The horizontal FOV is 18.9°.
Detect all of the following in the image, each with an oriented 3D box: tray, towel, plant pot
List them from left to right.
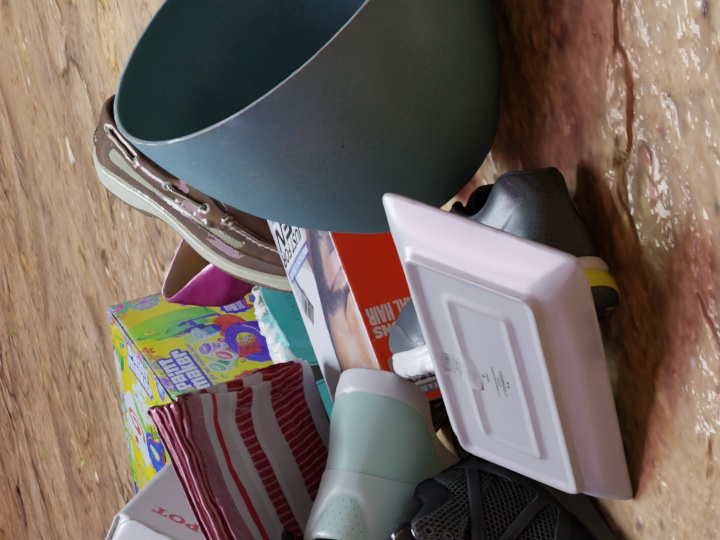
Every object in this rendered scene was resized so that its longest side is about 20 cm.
[{"bbox_3d":[-0.042,0.126,1.228,0.144,0.023,0.200,65,-160,4],"label":"towel"},{"bbox_3d":[-0.007,-0.096,1.099,0.135,0.200,0.200,46,176,-29],"label":"plant pot"},{"bbox_3d":[0.069,0.046,1.039,0.107,0.022,0.200,21,150,28],"label":"tray"}]

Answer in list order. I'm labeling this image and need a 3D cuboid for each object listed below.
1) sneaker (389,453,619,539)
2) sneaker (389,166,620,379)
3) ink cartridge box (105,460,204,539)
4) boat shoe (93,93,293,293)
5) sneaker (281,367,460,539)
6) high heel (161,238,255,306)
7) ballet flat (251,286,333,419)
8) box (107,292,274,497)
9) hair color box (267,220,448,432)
[{"bbox_3d":[0.086,0.169,1.112,0.199,0.114,0.076,-126,26,-43],"label":"sneaker"},{"bbox_3d":[0.070,0.002,1.112,0.200,0.074,0.085,-31,69,62],"label":"sneaker"},{"bbox_3d":[-0.067,0.179,1.346,0.088,0.145,0.200,-67,-8,18],"label":"ink cartridge box"},{"bbox_3d":[-0.091,-0.053,1.398,0.202,0.075,0.075,25,142,18],"label":"boat shoe"},{"bbox_3d":[0.013,0.149,1.229,0.200,0.074,0.118,60,-138,-57],"label":"sneaker"},{"bbox_3d":[-0.090,-0.055,1.471,0.200,0.096,0.067,97,151,-50],"label":"high heel"},{"bbox_3d":[-0.016,0.078,1.423,0.072,0.072,0.200,96,159,-48],"label":"ballet flat"},{"bbox_3d":[-0.089,0.135,1.578,0.200,0.122,0.193,-134,34,-57],"label":"box"},{"bbox_3d":[0.000,0.000,1.306,0.111,0.064,0.200,124,127,-66],"label":"hair color box"}]
